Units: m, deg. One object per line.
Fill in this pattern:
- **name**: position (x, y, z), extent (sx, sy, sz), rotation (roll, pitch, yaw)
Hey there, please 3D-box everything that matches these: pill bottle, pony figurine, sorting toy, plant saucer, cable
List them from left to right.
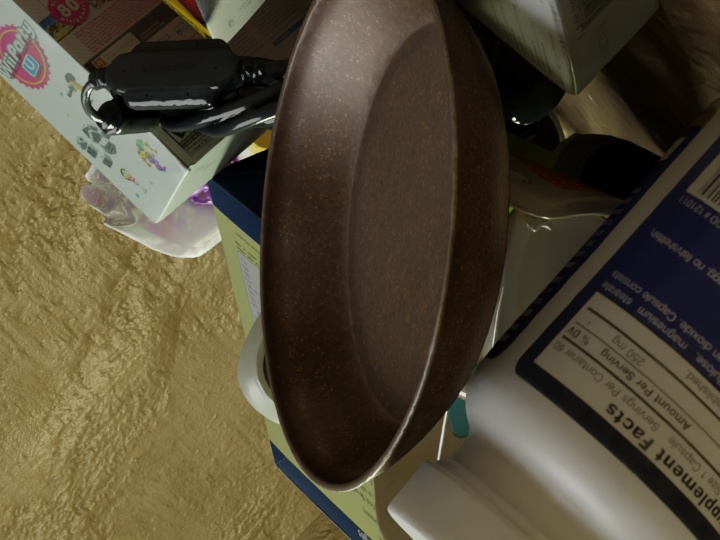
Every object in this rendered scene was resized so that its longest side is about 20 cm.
- **pony figurine**: position (-0.065, -0.068, 1.726), extent (0.193, 0.167, 0.200), rotation (36, 160, -11)
- **cable**: position (-0.026, -0.083, 1.266), extent (0.199, 0.051, 0.163), rotation (-2, 176, 28)
- **plant saucer**: position (0.011, -0.019, 0.941), extent (0.036, 0.202, 0.200), rotation (4, -171, -20)
- **sorting toy**: position (0.028, 0.005, 1.065), extent (0.180, 0.107, 0.201), rotation (31, 130, 32)
- **pill bottle**: position (0.109, 0.043, 0.923), extent (0.116, 0.200, 0.116), rotation (43, 175, 5)

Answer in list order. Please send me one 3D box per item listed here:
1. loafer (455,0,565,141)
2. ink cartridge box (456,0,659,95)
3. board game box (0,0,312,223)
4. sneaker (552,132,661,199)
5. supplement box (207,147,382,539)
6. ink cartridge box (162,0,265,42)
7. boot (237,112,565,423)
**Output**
- **loafer**: position (0.054, -0.093, 1.050), extent (0.070, 0.068, 0.201), rotation (13, 167, 1)
- **ink cartridge box**: position (0.014, -0.155, 0.898), extent (0.200, 0.050, 0.109), rotation (43, 175, 17)
- **board game box**: position (-0.128, -0.146, 1.406), extent (0.200, 0.147, 0.064), rotation (44, 144, 6)
- **sneaker**: position (0.159, 0.013, 1.073), extent (0.200, 0.078, 0.077), rotation (43, 155, 0)
- **supplement box**: position (0.033, 0.042, 1.406), extent (0.200, 0.134, 0.201), rotation (39, 147, 54)
- **ink cartridge box**: position (-0.119, -0.209, 1.249), extent (0.200, 0.084, 0.176), rotation (42, 175, 10)
- **boot**: position (0.000, 0.000, 1.235), extent (0.072, 0.200, 0.144), rotation (48, 158, -13)
